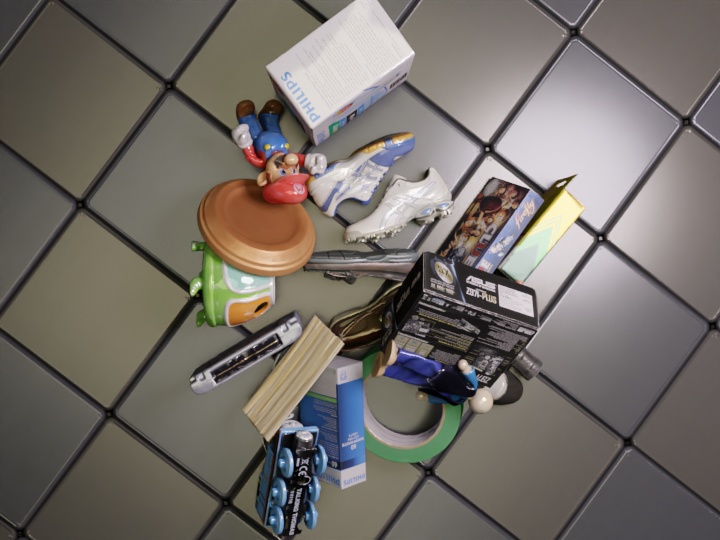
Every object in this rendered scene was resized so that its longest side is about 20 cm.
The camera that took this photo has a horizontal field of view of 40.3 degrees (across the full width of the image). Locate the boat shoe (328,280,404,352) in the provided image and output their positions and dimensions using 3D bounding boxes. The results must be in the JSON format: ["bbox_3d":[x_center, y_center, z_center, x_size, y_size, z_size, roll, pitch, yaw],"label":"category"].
[{"bbox_3d":[0.044,0.082,1.630,0.201,0.075,0.075,-29,112,6],"label":"boat shoe"}]

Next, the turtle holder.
[{"bbox_3d":[-0.206,0.006,1.613,0.130,0.186,0.142,-2,125,-2],"label":"turtle holder"}]

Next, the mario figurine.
[{"bbox_3d":[-0.131,-0.198,1.586,0.123,0.106,0.201,-24,65,1],"label":"mario figurine"}]

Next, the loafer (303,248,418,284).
[{"bbox_3d":[0.000,0.000,1.646,0.198,0.072,0.064,-2,103,-6],"label":"loafer"}]

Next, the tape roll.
[{"bbox_3d":[0.071,0.217,1.627,0.198,0.048,0.203,3,104,12],"label":"tape roll"}]

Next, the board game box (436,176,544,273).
[{"bbox_3d":[0.201,-0.055,1.618,0.035,0.135,0.201,36,89,-25],"label":"board game box"}]

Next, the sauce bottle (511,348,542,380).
[{"bbox_3d":[0.222,0.105,1.656,0.200,0.065,0.065,42,89,-1],"label":"sauce bottle"}]

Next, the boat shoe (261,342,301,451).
[{"bbox_3d":[-0.130,0.221,1.644,0.075,0.060,0.202,4,90,-2],"label":"boat shoe"}]

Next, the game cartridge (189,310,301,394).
[{"bbox_3d":[-0.183,0.133,1.604,0.199,0.133,0.041,-30,99,-1],"label":"game cartridge"}]

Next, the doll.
[{"bbox_3d":[0.119,0.174,1.534,0.198,0.137,0.049,23,51,-15],"label":"doll"}]

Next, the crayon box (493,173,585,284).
[{"bbox_3d":[0.296,-0.066,1.627,0.051,0.127,0.200,40,89,-3],"label":"crayon box"}]

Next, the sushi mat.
[{"bbox_3d":[-0.111,0.172,1.578,0.201,0.096,0.012,-52,135,-1],"label":"sushi mat"}]

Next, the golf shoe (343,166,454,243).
[{"bbox_3d":[0.055,-0.107,1.646,0.198,0.078,0.098,-21,90,-12],"label":"golf shoe"}]

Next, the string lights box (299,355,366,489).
[{"bbox_3d":[-0.047,0.244,1.607,0.059,0.102,0.202,-11,104,-42],"label":"string lights box"}]

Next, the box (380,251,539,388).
[{"bbox_3d":[0.153,0.079,1.532,0.198,0.087,0.164,18,134,-13],"label":"box"}]

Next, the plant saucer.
[{"bbox_3d":[-0.163,-0.079,1.588,0.199,0.201,0.038,28,134,-3],"label":"plant saucer"}]

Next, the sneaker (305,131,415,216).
[{"bbox_3d":[0.010,-0.161,1.648,0.199,0.075,0.089,-26,100,7],"label":"sneaker"}]

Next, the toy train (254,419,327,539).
[{"bbox_3d":[-0.115,0.336,1.593,0.086,0.114,0.202,-1,113,-27],"label":"toy train"}]

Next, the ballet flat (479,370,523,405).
[{"bbox_3d":[0.185,0.180,1.653,0.198,0.068,0.069,20,89,-3],"label":"ballet flat"}]

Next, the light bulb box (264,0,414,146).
[{"bbox_3d":[-0.033,-0.317,1.575,0.199,0.198,0.125,-37,90,-1],"label":"light bulb box"}]
